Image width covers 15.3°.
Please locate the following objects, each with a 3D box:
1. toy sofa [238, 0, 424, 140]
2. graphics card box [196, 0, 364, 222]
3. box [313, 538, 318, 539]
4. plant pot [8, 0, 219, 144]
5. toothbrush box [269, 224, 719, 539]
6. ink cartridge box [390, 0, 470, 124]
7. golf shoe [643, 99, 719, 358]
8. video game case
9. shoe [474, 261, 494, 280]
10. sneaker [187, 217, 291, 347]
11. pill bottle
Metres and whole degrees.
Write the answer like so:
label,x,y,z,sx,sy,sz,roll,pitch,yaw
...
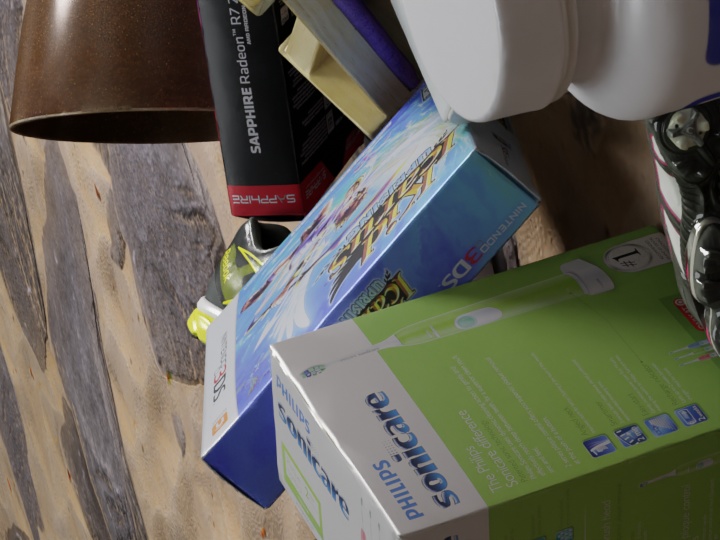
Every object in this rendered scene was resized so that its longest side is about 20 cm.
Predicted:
label,x,y,z,sx,sy,sz,roll,pitch,yaw
toy sofa,-0.016,-0.155,1.367,0.083,0.098,0.200,44,180,25
graphics card box,-0.048,-0.144,1.527,0.126,0.051,0.201,-55,-38,-59
box,0.020,0.155,1.288,0.050,0.075,0.200,-66,-12,7
plant pot,-0.126,-0.188,1.666,0.187,0.186,0.201,169,101,-72
toothbrush box,0.078,0.075,1.191,0.146,0.199,0.086,-128,28,-48
ink cartridge box,0.052,-0.191,1.230,0.147,0.083,0.201,112,140,-62
golf shoe,0.142,-0.059,1.092,0.088,0.077,0.201,-131,30,-67
video game case,0.000,0.000,1.314,0.045,0.200,0.181,38,-167,-14
shoe,0.026,0.048,1.501,0.071,0.091,0.201,-136,34,-57
sneaker,-0.015,0.023,1.449,0.199,0.074,0.085,17,93,39
pill bottle,0.118,-0.115,0.905,0.112,0.199,0.113,164,90,-72
